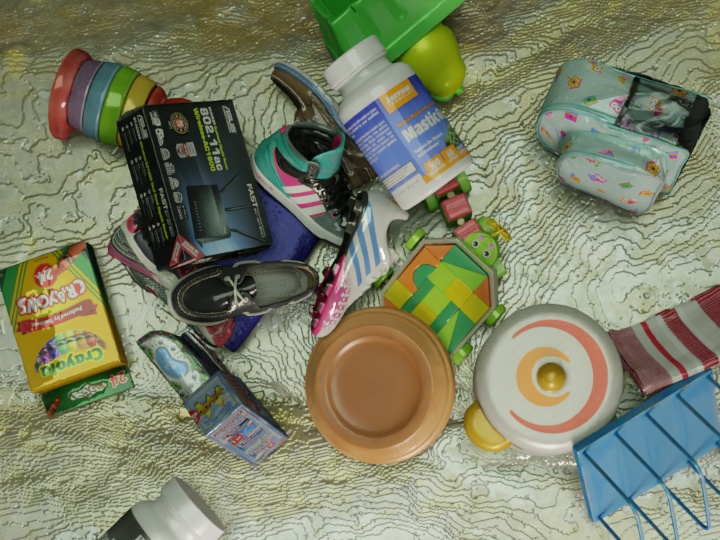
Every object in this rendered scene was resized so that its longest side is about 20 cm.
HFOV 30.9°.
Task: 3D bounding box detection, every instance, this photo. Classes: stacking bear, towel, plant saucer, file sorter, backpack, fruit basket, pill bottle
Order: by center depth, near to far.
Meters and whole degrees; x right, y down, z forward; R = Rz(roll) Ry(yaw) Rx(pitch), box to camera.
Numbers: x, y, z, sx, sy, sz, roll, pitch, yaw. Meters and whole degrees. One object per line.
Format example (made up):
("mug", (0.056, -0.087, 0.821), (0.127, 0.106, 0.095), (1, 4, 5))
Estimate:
("file sorter", (0.378, 0.241, 1.562), (0.199, 0.140, 0.123), (-29, 39, -10))
("pill bottle", (0.042, -0.186, 1.615), (0.112, 0.112, 0.201), (-35, 93, -3))
("pill bottle", (-0.271, 0.361, 1.618), (0.200, 0.116, 0.116), (-44, 82, -5))
("towel", (0.418, 0.079, 1.626), (0.198, 0.144, 0.023), (-23, 115, -1))
("backpack", (0.319, -0.174, 1.647), (0.199, 0.176, 0.154), (29, 79, 10))
("plant saucer", (0.021, 0.147, 1.656), (0.198, 0.037, 0.203), (0, 88, 14))
("towel", (-0.164, -0.012, 1.709), (0.147, 0.050, 0.201), (37, 85, 2))
("fruit basket", (0.060, -0.321, 1.714), (0.214, 0.216, 0.156), (-31, 41, -3))
("stacking bear", (-0.299, -0.210, 1.716), (0.198, 0.114, 0.123), (18, 82, 0))

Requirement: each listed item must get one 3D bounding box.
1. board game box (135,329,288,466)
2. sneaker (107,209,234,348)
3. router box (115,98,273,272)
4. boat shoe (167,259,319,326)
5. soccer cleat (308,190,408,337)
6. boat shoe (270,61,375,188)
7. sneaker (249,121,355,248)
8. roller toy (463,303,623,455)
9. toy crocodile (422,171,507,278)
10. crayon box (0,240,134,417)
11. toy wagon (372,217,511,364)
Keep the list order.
("board game box", (-0.184, 0.148, 1.604), (0.062, 0.200, 0.200), (-40, 82, -3))
("sneaker", (-0.236, 0.015, 1.650), (0.074, 0.081, 0.201), (-34, 97, 32))
("router box", (-0.204, -0.108, 1.619), (0.062, 0.149, 0.202), (-19, 85, 43))
("boat shoe", (-0.142, 0.024, 1.613), (0.198, 0.060, 0.075), (-4, 82, -34))
("soccer cleat", (0.000, 0.000, 1.647), (0.086, 0.070, 0.202), (18, 102, -16))
("boat shoe", (-0.054, -0.192, 1.716), (0.200, 0.072, 0.072), (43, 87, 8))
("sneaker", (-0.040, -0.118, 1.666), (0.199, 0.121, 0.084), (37, 49, -5))
("roller toy", (0.229, 0.137, 1.619), (0.198, 0.140, 0.185), (3, 81, 3))
("toy crocodile", (0.127, -0.073, 1.696), (0.067, 0.062, 0.201), (-27, 82, -2))
("crayon box", (-0.385, 0.077, 1.700), (0.126, 0.051, 0.202), (-20, 81, -1))
("toy wagon", (0.113, 0.017, 1.662), (0.155, 0.040, 0.200), (43, 110, 8))
